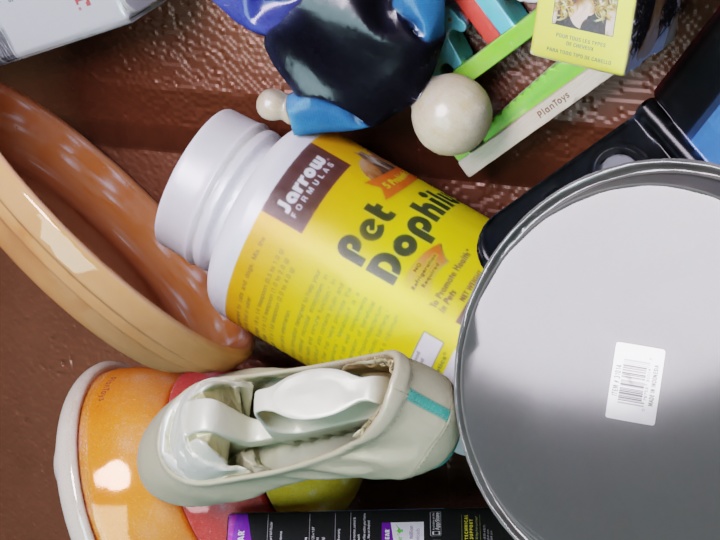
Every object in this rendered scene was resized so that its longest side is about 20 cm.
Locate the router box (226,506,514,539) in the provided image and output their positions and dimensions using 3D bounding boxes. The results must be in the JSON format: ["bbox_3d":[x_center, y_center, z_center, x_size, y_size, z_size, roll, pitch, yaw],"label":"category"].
[{"bbox_3d":[0.009,0.210,1.358,0.148,0.051,0.201,-1,132,2],"label":"router box"}]

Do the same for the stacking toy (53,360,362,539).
[{"bbox_3d":[-0.048,0.099,1.358,0.199,0.146,0.147,-16,106,21],"label":"stacking toy"}]

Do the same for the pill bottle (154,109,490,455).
[{"bbox_3d":[0.000,0.000,1.287,0.199,0.109,0.110,29,124,12],"label":"pill bottle"}]

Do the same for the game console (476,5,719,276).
[{"bbox_3d":[0.176,-0.006,1.158,0.200,0.172,0.119,51,164,17],"label":"game console"}]

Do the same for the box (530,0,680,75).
[{"bbox_3d":[0.121,-0.193,1.138,0.050,0.075,0.201,14,114,21],"label":"box"}]

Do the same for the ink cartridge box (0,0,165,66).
[{"bbox_3d":[-0.198,-0.181,1.321,0.199,0.084,0.145,-12,107,33],"label":"ink cartridge box"}]

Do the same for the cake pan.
[{"bbox_3d":[0.130,0.049,1.144,0.199,0.037,0.202,-1,87,22],"label":"cake pan"}]

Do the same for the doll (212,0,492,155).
[{"bbox_3d":[-0.014,-0.131,1.242,0.200,0.048,0.137,45,116,2],"label":"doll"}]

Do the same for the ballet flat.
[{"bbox_3d":[-0.044,0.072,1.243,0.199,0.069,0.070,-12,107,33],"label":"ballet flat"}]

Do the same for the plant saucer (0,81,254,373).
[{"bbox_3d":[-0.136,-0.017,1.300,0.200,0.200,0.037,45,100,2],"label":"plant saucer"}]

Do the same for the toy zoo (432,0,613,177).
[{"bbox_3d":[0.040,-0.159,1.243,0.131,0.020,0.200,-35,94,36],"label":"toy zoo"}]
